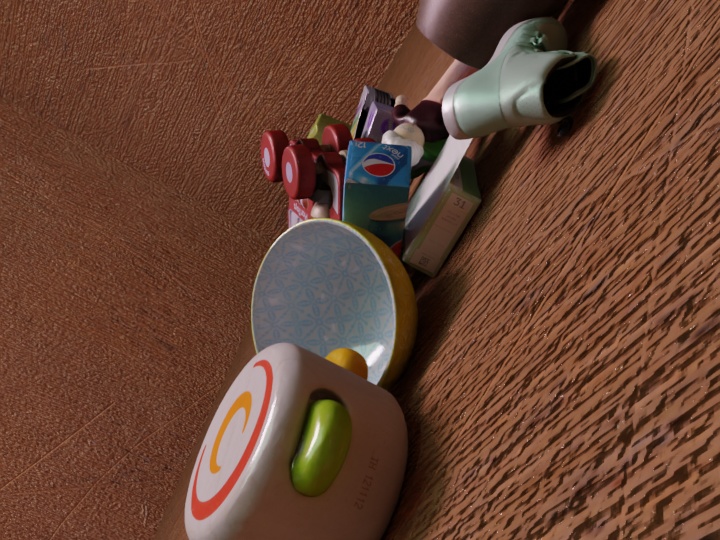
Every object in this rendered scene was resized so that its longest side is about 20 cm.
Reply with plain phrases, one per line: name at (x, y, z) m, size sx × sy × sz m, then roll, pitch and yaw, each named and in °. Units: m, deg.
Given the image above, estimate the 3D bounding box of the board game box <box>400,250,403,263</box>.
board game box at (-0.013, 0.031, 1.030) m, size 0.151 × 0.037 × 0.200 m, roll -30°, pitch 25°, yaw 31°

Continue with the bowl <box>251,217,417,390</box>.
bowl at (-0.010, 0.047, 0.813) m, size 0.107 × 0.200 × 0.201 m, roll -1°, pitch -50°, yaw -51°

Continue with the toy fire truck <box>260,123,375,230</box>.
toy fire truck at (-0.050, -0.089, 0.990) m, size 0.200 × 0.112 × 0.169 m, roll -138°, pitch 43°, yaw -57°

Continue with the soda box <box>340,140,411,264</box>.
soda box at (0.014, -0.046, 0.859) m, size 0.200 × 0.067 × 0.064 m, roll 95°, pitch 180°, yaw -52°

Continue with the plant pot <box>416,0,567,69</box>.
plant pot at (0.148, -0.317, 0.798) m, size 0.200 × 0.186 × 0.187 m, roll -57°, pitch 10°, yaw 30°

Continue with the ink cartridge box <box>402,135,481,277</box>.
ink cartridge box at (0.109, -0.110, 0.858) m, size 0.200 × 0.048 × 0.146 m, roll -59°, pitch 9°, yaw 23°

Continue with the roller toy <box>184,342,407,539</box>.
roller toy at (-0.051, 0.167, 0.662) m, size 0.183 × 0.139 × 0.200 m, roll -57°, pitch 20°, yaw 13°

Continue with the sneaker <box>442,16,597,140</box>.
sneaker at (0.173, -0.179, 0.707) m, size 0.118 × 0.074 × 0.200 m, roll 3°, pitch 37°, yaw 42°

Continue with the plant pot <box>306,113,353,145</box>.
plant pot at (-0.021, -0.171, 1.349) m, size 0.201 × 0.184 × 0.201 m, roll -59°, pitch 10°, yaw 17°

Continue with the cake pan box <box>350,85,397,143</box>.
cake pan box at (0.007, -0.155, 1.104) m, size 0.184 × 0.052 × 0.201 m, roll -104°, pitch 31°, yaw -65°

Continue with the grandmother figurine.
grandmother figurine at (0.090, -0.196, 0.960) m, size 0.121 × 0.061 × 0.200 m, roll 14°, pitch 49°, yaw 37°

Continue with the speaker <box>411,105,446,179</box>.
speaker at (0.083, -0.181, 1.108) m, size 0.089 × 0.088 × 0.200 m, roll -63°, pitch 9°, yaw -6°
